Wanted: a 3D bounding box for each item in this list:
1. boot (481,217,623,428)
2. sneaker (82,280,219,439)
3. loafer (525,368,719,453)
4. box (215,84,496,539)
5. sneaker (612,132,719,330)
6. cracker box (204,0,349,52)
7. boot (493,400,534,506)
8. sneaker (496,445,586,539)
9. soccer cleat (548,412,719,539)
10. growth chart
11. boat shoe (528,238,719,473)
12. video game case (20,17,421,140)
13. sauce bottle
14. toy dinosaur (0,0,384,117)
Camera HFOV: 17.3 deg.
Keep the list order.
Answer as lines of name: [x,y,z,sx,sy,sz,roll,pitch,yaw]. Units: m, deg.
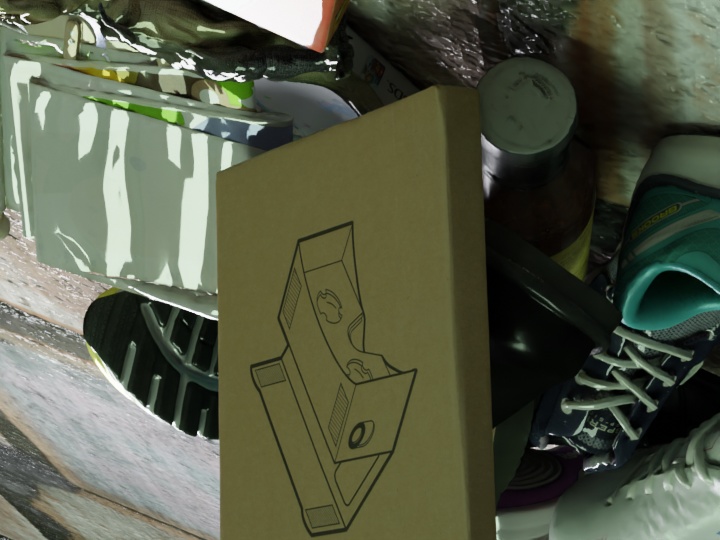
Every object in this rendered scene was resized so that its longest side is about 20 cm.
boot: [0.024,0.071,0.963,0.079,0.158,0.211,31,166,-5]
sneaker: [-0.073,0.044,1.243,0.199,0.079,0.090,17,-177,-43]
loafer: [0.137,0.064,1.209,0.199,0.073,0.072,16,-157,39]
box: [-0.005,0.042,0.925,0.021,0.201,0.163,7,165,-35]
sneaker: [0.179,0.001,0.892,0.199,0.080,0.077,5,155,48]
cracker box: [-0.087,-0.159,0.811,0.199,0.058,0.134,25,164,2]
boot: [-0.005,0.107,1.143,0.137,0.078,0.201,-1,128,-15]
sneaker: [0.124,0.136,1.277,0.199,0.100,0.075,-8,-154,-35]
soccer cleat: [0.164,0.094,1.091,0.199,0.070,0.086,-11,139,34]
growth chart: [-0.090,-0.043,1.041,0.199,0.018,0.145,21,122,14]
boat shoe: [0.128,0.037,1.058,0.074,0.093,0.200,24,165,1]
video game case: [-0.084,-0.108,1.033,0.199,0.024,0.182,8,157,45]
sauce bottle: [0.068,-0.032,0.984,0.066,0.066,0.200,22,163,8]
toy dinosaur: [-0.048,-0.093,0.924,0.199,0.048,0.088,20,157,-24]
